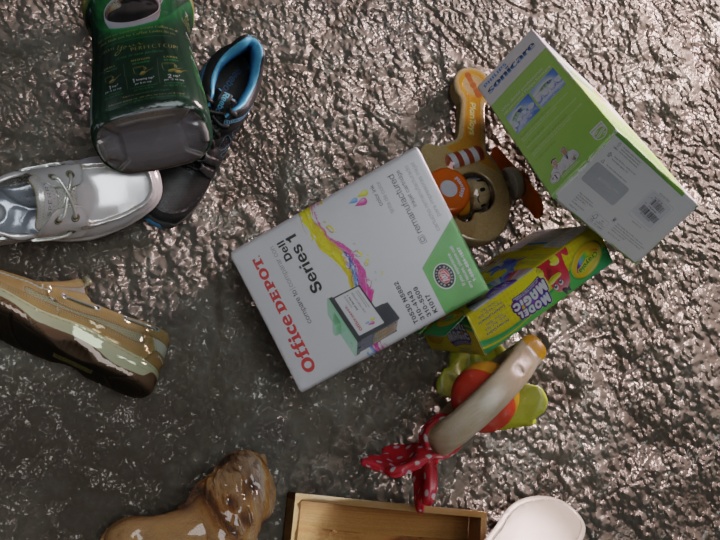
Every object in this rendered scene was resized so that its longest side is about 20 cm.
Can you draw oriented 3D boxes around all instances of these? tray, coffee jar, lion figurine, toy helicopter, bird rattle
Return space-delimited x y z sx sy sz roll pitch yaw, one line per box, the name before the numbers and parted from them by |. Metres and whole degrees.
tray | 0.022 0.272 0.965 0.196 0.037 0.101 10 78 -18
coffee jar | -0.193 -0.191 0.903 0.102 0.086 0.203 -10 59 -4
lion figurine | -0.164 0.238 0.889 0.196 0.073 0.125 -12 78 -16
toy helicopter | 0.122 -0.119 1.045 0.129 0.079 0.204 9 66 -11
bird rattle | 0.096 0.127 0.946 0.199 0.163 0.113 -29 75 -40

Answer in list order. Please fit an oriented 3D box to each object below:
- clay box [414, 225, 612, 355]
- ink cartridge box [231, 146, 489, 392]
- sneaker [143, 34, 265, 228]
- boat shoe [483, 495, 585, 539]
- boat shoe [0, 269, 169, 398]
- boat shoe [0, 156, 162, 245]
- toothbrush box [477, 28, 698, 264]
clay box | 0.140 0.025 1.001 0.198 0.115 0.048 -34 101 -20
ink cartridge box | 0.000 0.000 0.934 0.198 0.084 0.147 -28 90 6
sneaker | -0.152 -0.136 0.946 0.072 0.082 0.203 28 75 -15
boat shoe | 0.148 0.282 0.980 0.072 0.063 0.198 41 36 25
boat shoe | -0.263 0.038 0.895 0.198 0.071 0.077 31 58 -19
boat shoe | -0.271 -0.057 0.881 0.196 0.069 0.072 -14 91 -9
toothbrush box | 0.217 -0.123 0.987 0.145 0.201 0.086 32 112 -35
